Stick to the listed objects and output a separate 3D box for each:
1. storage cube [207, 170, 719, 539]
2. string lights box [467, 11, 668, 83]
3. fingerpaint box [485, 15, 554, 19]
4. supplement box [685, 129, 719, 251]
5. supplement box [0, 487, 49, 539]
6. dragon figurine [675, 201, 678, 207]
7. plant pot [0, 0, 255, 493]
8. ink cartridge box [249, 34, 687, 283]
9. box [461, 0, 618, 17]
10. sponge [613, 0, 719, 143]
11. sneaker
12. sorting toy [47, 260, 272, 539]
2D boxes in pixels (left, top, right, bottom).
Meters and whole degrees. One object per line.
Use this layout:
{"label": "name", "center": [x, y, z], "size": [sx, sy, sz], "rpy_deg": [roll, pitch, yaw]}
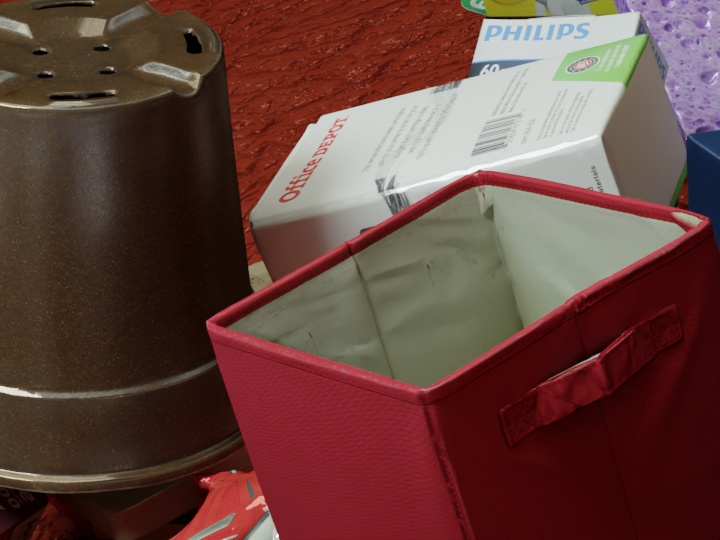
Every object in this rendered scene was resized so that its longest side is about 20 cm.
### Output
{"label": "storage cube", "center": [0.066, 0.078, 1.288], "size": [0.171, 0.180, 0.200], "rpy_deg": [-30, 23, -27]}
{"label": "string lights box", "center": [0.103, -0.050, 1.622], "size": [0.102, 0.059, 0.200], "rpy_deg": [0, 58, 28]}
{"label": "fingerpaint box", "center": [0.194, -0.147, 1.902], "size": [0.199, 0.074, 0.167], "rpy_deg": [-17, 21, 3]}
{"label": "supplement box", "center": [0.279, 0.010, 1.313], "size": [0.199, 0.135, 0.200], "rpy_deg": [-9, 19, -13]}
{"label": "supplement box", "center": [-0.256, 0.172, 1.427], "size": [0.200, 0.061, 0.109], "rpy_deg": [-37, -15, -39]}
{"label": "dragon figurine", "center": [0.109, -0.025, 1.691], "size": [0.199, 0.059, 0.099], "rpy_deg": [-10, 22, 17]}
{"label": "plant pot", "center": [-0.143, -0.023, 1.438], "size": [0.200, 0.199, 0.200], "rpy_deg": [-1, 26, 0]}
{"label": "ink cartridge box", "center": [0.060, -0.042, 1.506], "size": [0.199, 0.084, 0.146], "rpy_deg": [-13, 21, 22]}
{"label": "box", "center": [0.168, -0.215, 1.924], "size": [0.200, 0.048, 0.117], "rpy_deg": [1, 29, 43]}
{"label": "sponge", "center": [0.221, -0.170, 1.791], "size": [0.111, 0.200, 0.030], "rpy_deg": [-21, -12, -9]}
{"label": "sneaker", "center": [-0.042, 0.116, 1.415], "size": [0.085, 0.077, 0.200], "rpy_deg": [24, 42, 32]}
{"label": "sorting toy", "center": [-0.080, 0.088, 1.547], "size": [0.200, 0.070, 0.199], "rpy_deg": [-27, 25, -22]}
